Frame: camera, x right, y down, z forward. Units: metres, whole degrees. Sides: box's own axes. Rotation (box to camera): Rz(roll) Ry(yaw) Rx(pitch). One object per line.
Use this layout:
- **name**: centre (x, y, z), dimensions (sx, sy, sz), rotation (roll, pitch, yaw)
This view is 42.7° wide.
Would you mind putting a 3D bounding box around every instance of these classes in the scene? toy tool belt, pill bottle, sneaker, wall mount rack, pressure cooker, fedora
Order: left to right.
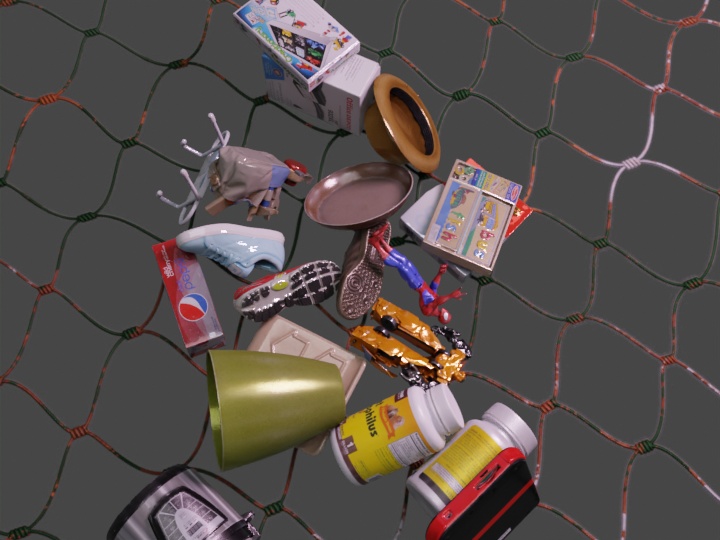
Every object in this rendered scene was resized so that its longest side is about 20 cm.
- **pressure cooker**: centre (-0.257, 0.416, 1.393), dimensions (0.200, 0.179, 0.176), rotation (43, 104, 14)
- **wall mount rack**: centre (-0.291, -0.186, 1.627), dimensions (0.074, 0.174, 0.201), rotation (30, 67, -24)
- **sneaker**: centre (-0.218, -0.030, 1.588), dimensions (0.199, 0.074, 0.082), rotation (1, 68, -27)
- **toy tool belt**: centre (-0.188, -0.146, 1.642), dimensions (0.125, 0.200, 0.123), rotation (36, 109, 30)
- **sneaker**: centre (-0.129, 0.024, 1.601), dimensions (0.199, 0.085, 0.077), rotation (-17, 112, -23)
- **sneaker**: centre (0.000, 0.000, 1.615), dimensions (0.070, 0.075, 0.201), rotation (30, 67, -20)
- **fedora**: centre (0.066, -0.259, 1.691), dimensions (0.082, 0.200, 0.201), rotation (-26, 65, 32)
- **pill bottle**: centre (0.059, 0.255, 1.463), dimensions (0.199, 0.109, 0.110), rotation (-27, 70, 11)
- **pill bottle**: centre (0.180, 0.312, 1.470), dimensions (0.200, 0.114, 0.114), rotation (-40, 75, -14)

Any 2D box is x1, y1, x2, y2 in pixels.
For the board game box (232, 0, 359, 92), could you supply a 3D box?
- **board game box**: centre (-0.114, -0.423, 1.636), dimensions (0.126, 0.035, 0.200), rotation (-41, 75, -15)

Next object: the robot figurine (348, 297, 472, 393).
- **robot figurine**: centre (0.089, 0.135, 1.558), dimensions (0.200, 0.058, 0.145), rotation (32, 54, 11)

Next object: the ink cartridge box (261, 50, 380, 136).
- **ink cartridge box**: centre (-0.072, -0.351, 1.706), dimensions (0.199, 0.145, 0.084), rotation (24, 70, 8)

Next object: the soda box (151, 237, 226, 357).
- **soda box**: centre (-0.296, 0.044, 1.593), dimensions (0.070, 0.063, 0.201), rotation (-19, 70, -9)

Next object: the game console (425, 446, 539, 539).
- **game console**: centre (0.192, 0.378, 1.422), dimensions (0.200, 0.177, 0.031), rotation (-41, 49, -14)

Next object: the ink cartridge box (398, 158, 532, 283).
- **ink cartridge box**: centre (0.193, -0.099, 1.666), dimensions (0.160, 0.047, 0.200), rotation (42, 75, 14)

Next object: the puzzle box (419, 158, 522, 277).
- **puzzle box**: centre (0.199, -0.095, 1.634), dimensions (0.133, 0.025, 0.201), rotation (23, 59, 1)

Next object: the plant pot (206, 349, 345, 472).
- **plant pot**: centre (-0.130, 0.206, 1.441), dimensions (0.199, 0.187, 0.188), rotation (-6, 69, -15)

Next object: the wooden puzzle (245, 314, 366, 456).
- **wooden puzzle**: centre (-0.114, 0.192, 1.552), dimensions (0.199, 0.046, 0.186), rotation (24, 70, 13)

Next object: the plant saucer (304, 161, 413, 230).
- **plant saucer**: centre (-0.001, -0.128, 1.637), dimensions (0.199, 0.032, 0.201), rotation (-12, 34, 8)

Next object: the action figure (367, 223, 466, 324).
- **action figure**: centre (0.110, 0.001, 1.574), dimensions (0.099, 0.065, 0.200), rotation (-31, 101, 23)
